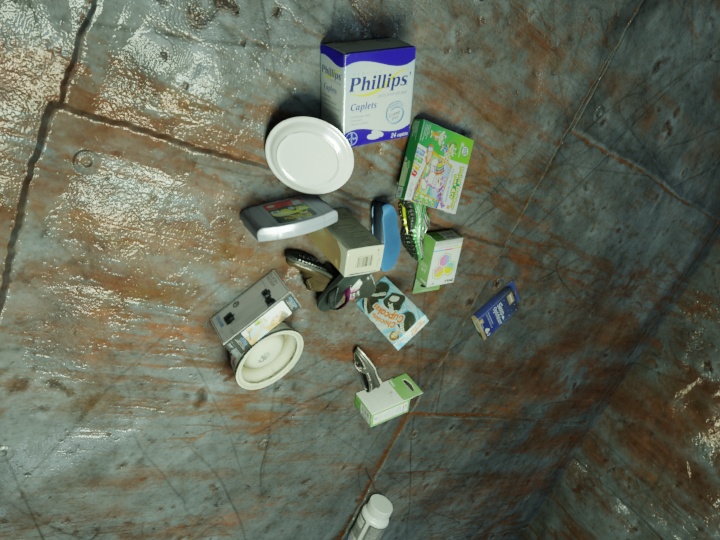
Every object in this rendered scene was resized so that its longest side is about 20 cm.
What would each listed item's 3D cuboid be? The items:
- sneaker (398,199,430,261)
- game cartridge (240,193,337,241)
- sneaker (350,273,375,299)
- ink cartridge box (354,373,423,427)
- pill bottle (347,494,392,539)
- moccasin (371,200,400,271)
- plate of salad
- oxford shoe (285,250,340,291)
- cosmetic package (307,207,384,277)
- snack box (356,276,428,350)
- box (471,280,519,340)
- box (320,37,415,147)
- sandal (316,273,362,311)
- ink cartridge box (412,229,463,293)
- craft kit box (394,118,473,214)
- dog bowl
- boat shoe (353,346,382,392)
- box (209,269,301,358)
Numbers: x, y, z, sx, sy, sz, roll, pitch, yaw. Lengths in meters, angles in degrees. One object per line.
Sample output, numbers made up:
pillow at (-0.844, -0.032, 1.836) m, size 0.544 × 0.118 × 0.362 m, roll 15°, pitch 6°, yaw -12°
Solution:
sneaker at (0.160, -0.114, 1.562) m, size 0.084 × 0.078 × 0.203 m, roll -23°, pitch 129°, yaw -22°
game cartridge at (-0.158, -0.121, 1.293) m, size 0.197 × 0.133 × 0.042 m, roll -17°, pitch 129°, yaw -26°
sneaker at (0.000, 0.000, 1.525) m, size 0.079 × 0.088 × 0.201 m, roll -4°, pitch 145°, yaw -9°
ink cartridge box at (0.091, 0.414, 1.840) m, size 0.197 × 0.104 × 0.060 m, roll -16°, pitch 128°, yaw -27°
pill bottle at (0.039, 0.950, 2.146) m, size 0.112 × 0.114 × 0.203 m, roll 10°, pitch 112°, yaw -39°
moccasin at (0.064, -0.095, 1.516) m, size 0.080 × 0.068 × 0.203 m, roll -22°, pitch 131°, yaw -31°
plate of salad at (-0.110, -0.253, 1.254) m, size 0.196 × 0.049 × 0.202 m, roll 5°, pitch 136°, yaw 5°
oxford shoe at (-0.122, 0.013, 1.449) m, size 0.199 × 0.073 × 0.085 m, roll 31°, pitch 103°, yaw -42°
cosmetic package at (-0.039, -0.071, 1.363) m, size 0.104 × 0.200 × 0.072 m, roll -9°, pitch 125°, yaw -29°
snack box at (0.084, 0.114, 1.571) m, size 0.116 × 0.200 × 0.037 m, roll -43°, pitch 136°, yaw -3°
box at (0.479, 0.138, 1.987) m, size 0.199 × 0.032 × 0.122 m, roll -41°, pitch 134°, yaw -7°
box at (0.014, -0.392, 1.258) m, size 0.181 × 0.105 × 0.203 m, roll -17°, pitch 126°, yaw -27°
sandal at (-0.053, 0.060, 1.464) m, size 0.074 × 0.049 × 0.201 m, roll -6°, pitch 149°, yaw -35°
ink cartridge box at (0.225, -0.012, 1.676) m, size 0.102 × 0.059 × 0.203 m, roll -9°, pitch 123°, yaw -31°
craft kit box at (0.194, -0.264, 1.479) m, size 0.195 × 0.048 × 0.204 m, roll 7°, pitch 99°, yaw -42°
dog bowl at (-0.246, 0.206, 1.462) m, size 0.198 × 0.074 × 0.202 m, roll -29°, pitch 144°, yaw -23°
boat shoe at (0.014, 0.309, 1.742) m, size 0.057 × 0.067 × 0.201 m, roll -39°, pitch 137°, yaw -13°
box at (-0.254, 0.102, 1.383) m, size 0.199 × 0.117 × 0.061 m, roll -37°, pitch 131°, yaw -7°
